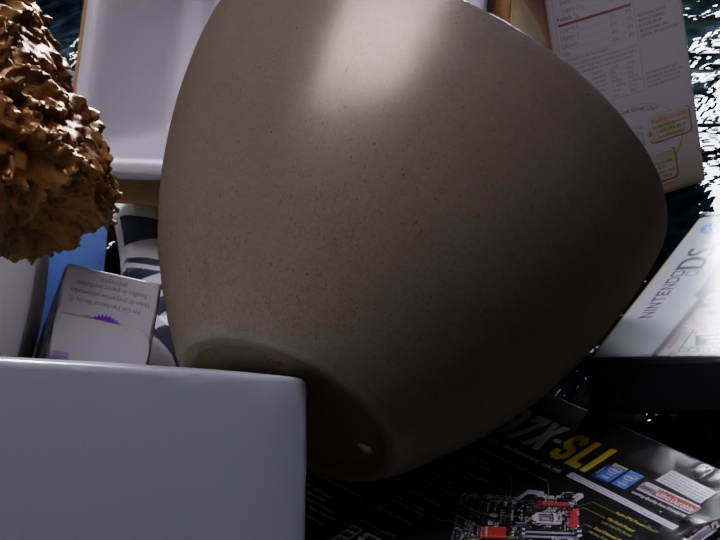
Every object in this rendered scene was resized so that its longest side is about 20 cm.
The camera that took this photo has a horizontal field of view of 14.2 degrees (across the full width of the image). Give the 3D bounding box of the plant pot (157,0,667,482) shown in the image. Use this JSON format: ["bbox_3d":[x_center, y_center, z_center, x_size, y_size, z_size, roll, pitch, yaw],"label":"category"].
[{"bbox_3d":[0.000,0.000,1.104,0.199,0.201,0.135,7,55,37],"label":"plant pot"}]

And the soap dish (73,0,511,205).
[{"bbox_3d":[-0.027,-0.100,1.298,0.199,0.158,0.081,3,-10,15],"label":"soap dish"}]

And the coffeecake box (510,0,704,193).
[{"bbox_3d":[0.090,-0.148,1.381,0.073,0.201,0.154,-18,27,-14],"label":"coffeecake box"}]

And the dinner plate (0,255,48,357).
[{"bbox_3d":[-0.177,0.018,1.283,0.024,0.201,0.200,13,14,-30],"label":"dinner plate"}]

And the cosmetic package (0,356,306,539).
[{"bbox_3d":[-0.156,0.093,1.037,0.199,0.124,0.199,-2,-5,45],"label":"cosmetic package"}]

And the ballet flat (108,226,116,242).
[{"bbox_3d":[-0.083,-0.061,1.479,0.199,0.071,0.071,-20,28,-11],"label":"ballet flat"}]

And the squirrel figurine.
[{"bbox_3d":[-0.177,-0.057,1.075,0.199,0.142,0.187,-7,32,-33],"label":"squirrel figurine"}]

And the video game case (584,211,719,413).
[{"bbox_3d":[0.211,0.013,1.174,0.199,0.026,0.181,-2,19,23],"label":"video game case"}]

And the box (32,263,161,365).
[{"bbox_3d":[-0.116,0.041,1.201,0.041,0.039,0.200,12,-15,-9],"label":"box"}]

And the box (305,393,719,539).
[{"bbox_3d":[0.039,0.111,1.107,0.159,0.050,0.200,-29,30,-28],"label":"box"}]

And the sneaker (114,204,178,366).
[{"bbox_3d":[-0.045,0.010,1.314,0.129,0.080,0.199,-4,12,-7],"label":"sneaker"}]

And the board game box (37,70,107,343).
[{"bbox_3d":[-0.179,-0.001,1.374,0.157,0.039,0.201,-6,67,25],"label":"board game box"}]
